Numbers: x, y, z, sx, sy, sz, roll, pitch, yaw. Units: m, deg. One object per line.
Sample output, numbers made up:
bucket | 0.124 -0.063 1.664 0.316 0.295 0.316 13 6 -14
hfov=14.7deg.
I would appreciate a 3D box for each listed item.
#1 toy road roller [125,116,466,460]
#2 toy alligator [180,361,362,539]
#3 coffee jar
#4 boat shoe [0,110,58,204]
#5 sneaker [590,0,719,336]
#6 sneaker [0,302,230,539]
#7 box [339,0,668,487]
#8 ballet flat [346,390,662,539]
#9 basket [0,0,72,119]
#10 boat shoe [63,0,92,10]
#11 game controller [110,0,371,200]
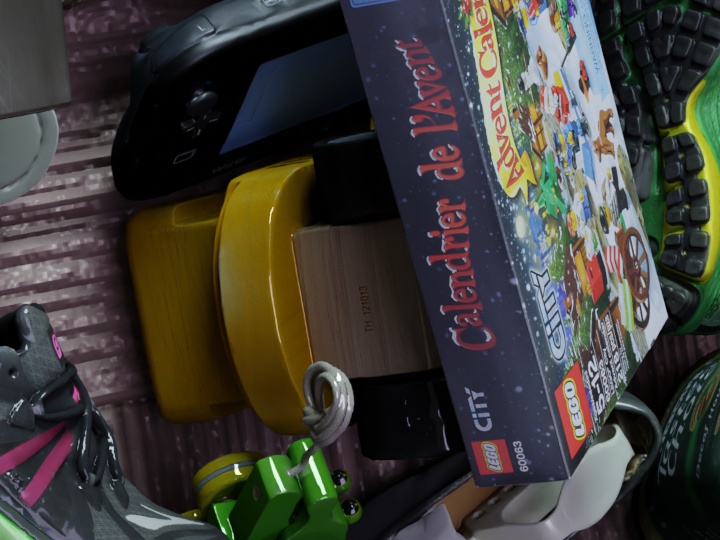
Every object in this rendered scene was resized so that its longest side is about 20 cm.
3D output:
toy road roller | 0.000 0.000 1.077 0.200 0.145 0.124 -23 105 -65
toy alligator | -0.026 0.093 1.016 0.054 0.200 0.060 -4 57 -31
coffee jar | 0.168 0.074 1.113 0.085 0.200 0.105 22 79 -1
boat shoe | -0.204 -0.080 0.981 0.200 0.061 0.072 22 109 -26
sneaker | 0.140 -0.070 1.173 0.085 0.078 0.202 14 80 -52
sneaker | -0.113 0.058 0.945 0.200 0.077 0.084 35 79 -29
box | 0.053 -0.044 0.983 0.137 0.037 0.201 -50 128 -59
ballet flat | 0.044 0.106 1.114 0.200 0.068 0.068 -39 109 -23
basket | -0.162 -0.143 0.887 0.135 0.180 0.202 -8 96 5
boat shoe | -0.033 -0.138 1.066 0.199 0.070 0.071 -28 99 -26
game controller | -0.006 -0.084 1.068 0.199 0.105 0.042 -22 60 -29
